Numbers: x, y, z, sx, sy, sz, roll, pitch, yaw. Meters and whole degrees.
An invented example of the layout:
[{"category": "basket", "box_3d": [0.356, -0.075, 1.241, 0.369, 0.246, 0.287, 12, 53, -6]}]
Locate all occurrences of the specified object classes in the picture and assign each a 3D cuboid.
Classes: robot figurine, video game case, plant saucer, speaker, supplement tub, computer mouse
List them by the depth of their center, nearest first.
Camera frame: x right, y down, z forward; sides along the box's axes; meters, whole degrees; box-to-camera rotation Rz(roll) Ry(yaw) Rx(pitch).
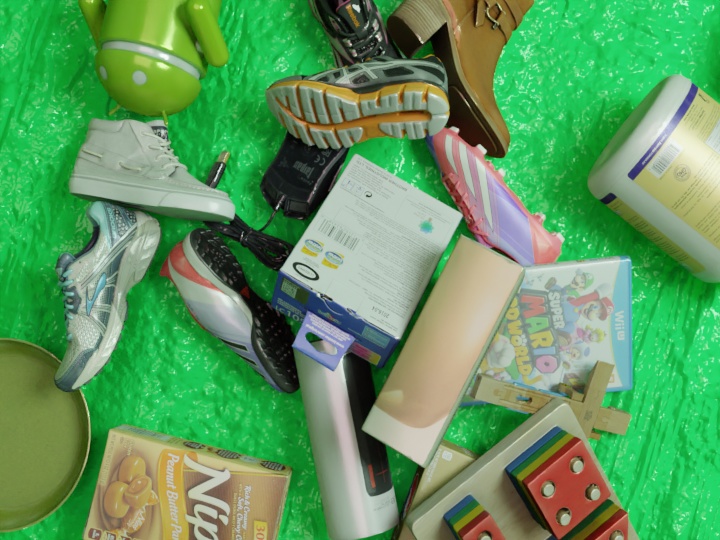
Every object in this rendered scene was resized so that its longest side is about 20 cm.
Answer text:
[{"category": "supplement tub", "box_3d": [0.346, -0.082, 0.831, 0.199, 0.145, 0.146, 38, 88, 3]}, {"category": "speaker", "box_3d": [-0.015, 0.170, 0.859, 0.079, 0.081, 0.205, -11, 86, 1]}, {"category": "robot figurine", "box_3d": [-0.211, -0.256, 0.868, 0.172, 0.115, 0.205, 11, 86, 24]}, {"category": "video game case", "box_3d": [0.187, 0.066, 0.868, 0.194, 0.018, 0.147, -6, 105, 1]}, {"category": "plant saucer", "box_3d": [-0.383, 0.176, 0.893, 0.194, 0.031, 0.206, 0, 87, 2]}, {"category": "computer mouse", "box_3d": [-0.088, -0.111, 0.899, 0.138, 0.046, 0.204, 24, 87, 16]}]

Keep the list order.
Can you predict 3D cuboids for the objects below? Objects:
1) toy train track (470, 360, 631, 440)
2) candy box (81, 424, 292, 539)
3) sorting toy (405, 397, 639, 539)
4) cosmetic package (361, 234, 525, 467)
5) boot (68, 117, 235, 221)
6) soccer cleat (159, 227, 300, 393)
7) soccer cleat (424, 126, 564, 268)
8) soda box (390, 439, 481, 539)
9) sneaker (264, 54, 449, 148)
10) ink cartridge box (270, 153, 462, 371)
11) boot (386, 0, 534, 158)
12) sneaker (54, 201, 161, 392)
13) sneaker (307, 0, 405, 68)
[{"category": "toy train track", "box_3d": [0.194, 0.136, 0.849, 0.196, 0.032, 0.117, 16, 97, -25]}, {"category": "candy box", "box_3d": [-0.179, 0.245, 0.871, 0.195, 0.055, 0.118, 14, 87, 2]}, {"category": "sorting toy", "box_3d": [0.178, 0.271, 0.809, 0.198, 0.069, 0.201, -35, 107, -10]}, {"category": "cosmetic package", "box_3d": [0.082, 0.077, 0.788, 0.070, 0.105, 0.203, 27, 87, 12]}, {"category": "boot", "box_3d": [-0.216, -0.112, 0.871, 0.195, 0.073, 0.098, 11, 85, 15]}, {"category": "soccer cleat", "box_3d": [-0.136, 0.053, 0.884, 0.073, 0.068, 0.202, -34, 95, 28]}, {"category": "soccer cleat", "box_3d": [0.130, -0.071, 0.879, 0.076, 0.067, 0.200, -45, 89, 3]}, {"category": "soda box", "box_3d": [0.067, 0.280, 0.856, 0.063, 0.068, 0.204, 20, 88, 2]}, {"category": "sneaker", "box_3d": [-0.002, -0.177, 0.836, 0.195, 0.079, 0.079, 4, 54, 15]}, {"category": "ink cartridge box", "box_3d": [0.000, 0.000, 0.827, 0.134, 0.077, 0.202, 29, 56, 3]}, {"category": "boot", "box_3d": [0.134, -0.239, 0.890, 0.155, 0.076, 0.201, -42, 97, -19]}, {"category": "sneaker", "box_3d": [-0.287, 0.023, 0.863, 0.085, 0.077, 0.204, 26, 77, -32]}, {"category": "sneaker", "box_3d": [-0.006, -0.251, 0.878, 0.079, 0.086, 0.202, -33, 87, 1]}]
